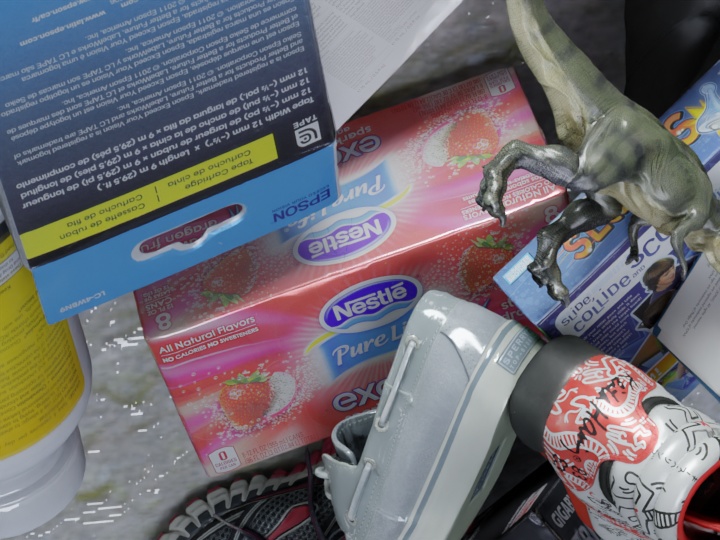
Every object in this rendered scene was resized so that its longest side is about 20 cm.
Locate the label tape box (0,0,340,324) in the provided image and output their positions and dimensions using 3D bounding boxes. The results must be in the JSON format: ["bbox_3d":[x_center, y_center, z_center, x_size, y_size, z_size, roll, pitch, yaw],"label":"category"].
[{"bbox_3d":[-0.092,-0.086,1.083,0.143,0.066,0.201,-23,141,-10],"label":"label tape box"}]

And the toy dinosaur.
[{"bbox_3d":[0.093,-0.040,1.086,0.088,0.047,0.200,-44,113,-4],"label":"toy dinosaur"}]

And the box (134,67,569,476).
[{"bbox_3d":[0.000,0.000,1.237,0.199,0.095,0.103,-19,134,1],"label":"box"}]

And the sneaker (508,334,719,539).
[{"bbox_3d":[0.145,0.103,1.169,0.067,0.108,0.201,-53,145,-4],"label":"sneaker"}]

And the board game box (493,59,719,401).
[{"bbox_3d":[0.164,-0.028,1.183,0.200,0.034,0.135,-43,144,1],"label":"board game box"}]

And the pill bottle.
[{"bbox_3d":[-0.183,0.026,1.207,0.111,0.112,0.201,-14,132,-4],"label":"pill bottle"}]

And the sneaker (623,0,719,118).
[{"bbox_3d":[0.152,-0.115,1.196,0.076,0.091,0.201,-11,133,-52],"label":"sneaker"}]

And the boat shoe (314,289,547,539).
[{"bbox_3d":[0.021,0.087,1.203,0.071,0.070,0.201,33,130,12],"label":"boat shoe"}]

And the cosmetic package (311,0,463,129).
[{"bbox_3d":[-0.003,-0.134,1.161,0.082,0.051,0.200,30,117,-36],"label":"cosmetic package"}]

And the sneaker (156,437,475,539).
[{"bbox_3d":[-0.029,0.140,1.375,0.200,0.075,0.081,-35,130,16],"label":"sneaker"}]

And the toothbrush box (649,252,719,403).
[{"bbox_3d":[0.248,-0.001,1.188,0.199,0.085,0.147,4,125,-47],"label":"toothbrush box"}]

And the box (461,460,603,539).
[{"bbox_3d":[0.052,0.167,1.351,0.050,0.200,0.198,47,111,2],"label":"box"}]
